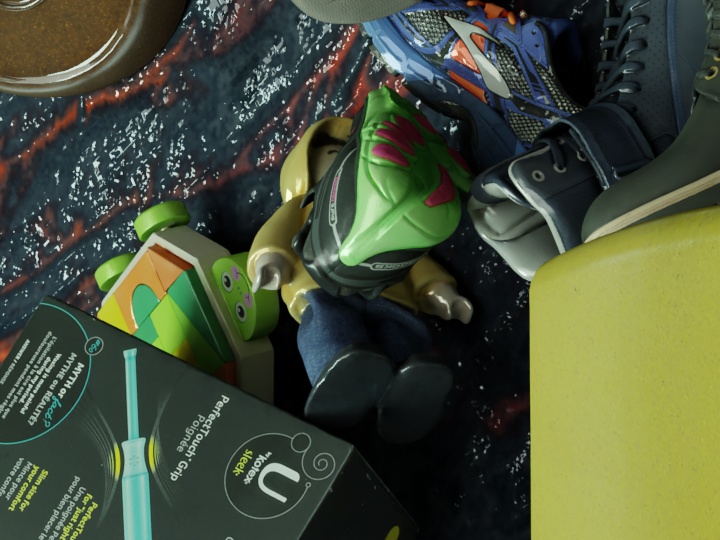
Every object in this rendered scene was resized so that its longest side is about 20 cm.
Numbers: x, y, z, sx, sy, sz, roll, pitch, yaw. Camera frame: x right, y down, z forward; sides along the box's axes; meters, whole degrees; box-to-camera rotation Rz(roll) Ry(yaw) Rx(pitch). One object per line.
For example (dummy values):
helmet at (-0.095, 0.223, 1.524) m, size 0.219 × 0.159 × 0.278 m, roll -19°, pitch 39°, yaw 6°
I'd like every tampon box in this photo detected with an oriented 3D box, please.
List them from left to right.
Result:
tampon box at (-0.100, 0.134, 1.102) m, size 0.199 × 0.126 × 0.150 m, roll 24°, pitch 74°, yaw 27°

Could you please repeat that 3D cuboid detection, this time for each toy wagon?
toy wagon at (-0.092, 0.039, 1.225) m, size 0.200 × 0.039 × 0.156 m, roll -46°, pitch 65°, yaw 53°

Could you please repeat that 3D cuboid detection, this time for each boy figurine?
boy figurine at (0.000, 0.000, 1.117) m, size 0.200 × 0.124 × 0.065 m, roll -100°, pitch 30°, yaw -47°

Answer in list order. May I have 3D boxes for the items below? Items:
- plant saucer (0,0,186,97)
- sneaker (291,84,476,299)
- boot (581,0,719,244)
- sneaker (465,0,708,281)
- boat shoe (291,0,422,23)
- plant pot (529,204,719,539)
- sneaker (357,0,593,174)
plant saucer at (-0.199, -0.179, 1.243) m, size 0.199 × 0.035 × 0.201 m, roll 5°, pitch 126°, yaw 7°
sneaker at (0.005, -0.034, 1.030) m, size 0.084 × 0.200 × 0.077 m, roll -42°, pitch 91°, yaw 12°
boot at (0.151, -0.093, 0.921) m, size 0.139 × 0.200 × 0.078 m, roll 57°, pitch 162°, yaw 13°
sneaker at (0.109, -0.085, 0.976) m, size 0.077 × 0.146 × 0.203 m, roll 131°, pitch 123°, yaw -72°
boat shoe at (0.040, -0.200, 1.059) m, size 0.200 × 0.075 × 0.073 m, roll -40°, pitch 37°, yaw 3°
plant pot at (0.170, 0.064, 0.810) m, size 0.176 × 0.199 × 0.201 m, roll 6°, pitch 99°, yaw 55°
sneaker at (0.072, -0.103, 1.075) m, size 0.078 × 0.075 × 0.200 m, roll -48°, pitch 68°, yaw 19°
